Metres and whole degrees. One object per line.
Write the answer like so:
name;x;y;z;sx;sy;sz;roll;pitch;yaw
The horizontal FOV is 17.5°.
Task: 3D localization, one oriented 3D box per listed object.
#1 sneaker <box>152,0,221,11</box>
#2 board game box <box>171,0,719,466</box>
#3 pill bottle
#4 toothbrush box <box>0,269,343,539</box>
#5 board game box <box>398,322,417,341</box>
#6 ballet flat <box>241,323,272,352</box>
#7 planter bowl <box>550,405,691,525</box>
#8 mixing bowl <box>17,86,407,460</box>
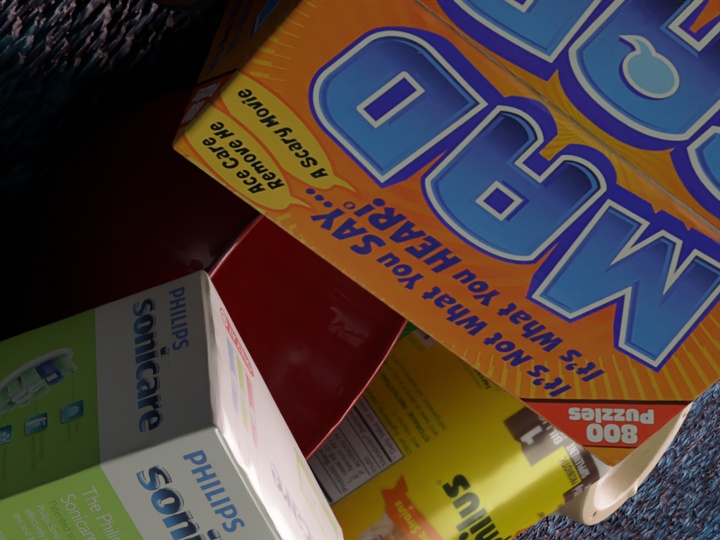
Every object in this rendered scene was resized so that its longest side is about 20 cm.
sneaker;-0.055;-0.172;0.784;0.098;0.071;0.201;-20;143;-44
board game box;0.085;-0.100;0.836;0.200;0.200;0.200;-46;-163;31
pill bottle;0.014;0.102;1.115;0.200;0.109;0.109;-34;156;-3
toothbrush box;-0.118;0.107;0.834;0.199;0.086;0.146;-19;129;9
board game box;-0.016;0.108;1.213;0.153;0.040;0.201;-2;128;-32
ballet flat;0.000;0.000;1.112;0.200;0.069;0.071;-38;-178;-41
planter bowl;0.115;0.064;1.376;0.200;0.135;0.201;-44;155;-27
mixing bowl;-0.065;0.001;0.950;0.200;0.108;0.200;-43;155;-26
